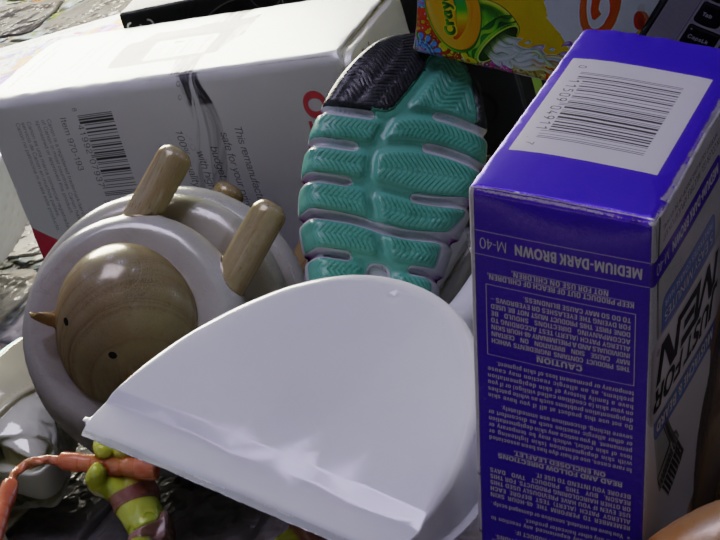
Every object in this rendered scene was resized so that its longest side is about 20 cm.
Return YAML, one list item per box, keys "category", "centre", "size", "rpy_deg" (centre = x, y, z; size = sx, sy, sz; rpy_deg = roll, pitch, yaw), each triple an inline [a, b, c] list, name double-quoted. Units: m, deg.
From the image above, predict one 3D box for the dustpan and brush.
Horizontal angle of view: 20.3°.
- category: "dustpan and brush"
  centre: [0.013, 0.033, 0.734]
  size: [0.139, 0.057, 0.200]
  rpy_deg: [19, 49, 30]

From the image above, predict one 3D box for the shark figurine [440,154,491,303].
- category: "shark figurine"
  centre: [0.061, -0.002, 0.895]
  size: [0.128, 0.090, 0.214]
  rpy_deg: [1, 31, 36]

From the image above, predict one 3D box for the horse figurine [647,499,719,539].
- category: "horse figurine"
  centre: [0.140, 0.111, 0.603]
  size: [0.200, 0.050, 0.133]
  rpy_deg: [-10, 71, 19]

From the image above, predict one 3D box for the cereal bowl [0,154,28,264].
- category: "cereal bowl"
  centre: [-0.273, -0.015, 1.129]
  size: [0.200, 0.083, 0.200]
  rpy_deg: [-15, 26, 7]

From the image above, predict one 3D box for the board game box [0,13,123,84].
- category: "board game box"
  centre: [-0.159, -0.123, 1.303]
  size: [0.200, 0.045, 0.135]
  rpy_deg: [-15, 27, 6]

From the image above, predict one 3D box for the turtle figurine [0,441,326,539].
- category: "turtle figurine"
  centre: [-0.039, 0.134, 0.717]
  size: [0.161, 0.064, 0.200]
  rpy_deg: [-19, 51, -9]

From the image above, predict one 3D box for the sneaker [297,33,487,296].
- category: "sneaker"
  centre: [0.000, 0.000, 0.836]
  size: [0.074, 0.088, 0.200]
  rpy_deg: [16, 66, -7]

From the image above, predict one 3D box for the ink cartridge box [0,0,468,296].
- category: "ink cartridge box"
  centre: [-0.062, -0.046, 0.985]
  size: [0.200, 0.145, 0.083]
  rpy_deg: [-5, 27, 26]

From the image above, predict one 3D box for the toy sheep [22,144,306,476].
- category: "toy sheep"
  centre: [-0.078, 0.024, 0.872]
  size: [0.138, 0.138, 0.200]
  rpy_deg: [-12, -12, 13]

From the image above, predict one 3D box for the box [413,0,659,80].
- category: "box"
  centre: [0.131, -0.179, 0.787]
  size: [0.192, 0.200, 0.122]
  rpy_deg: [15, 39, 17]

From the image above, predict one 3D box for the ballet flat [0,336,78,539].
- category: "ballet flat"
  centre: [-0.166, 0.100, 0.872]
  size: [0.069, 0.070, 0.200]
  rpy_deg: [5, 41, 38]

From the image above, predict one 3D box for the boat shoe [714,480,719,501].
- category: "boat shoe"
  centre: [0.221, 0.073, 0.663]
  size: [0.200, 0.074, 0.066]
  rpy_deg: [3, 16, 26]

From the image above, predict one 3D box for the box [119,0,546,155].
- category: "box"
  centre: [0.002, -0.111, 1.063]
  size: [0.200, 0.149, 0.124]
  rpy_deg: [-8, 28, 20]

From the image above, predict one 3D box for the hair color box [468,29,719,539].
- category: "hair color box"
  centre: [0.085, 0.035, 0.673]
  size: [0.065, 0.200, 0.109]
  rpy_deg: [13, 38, 21]

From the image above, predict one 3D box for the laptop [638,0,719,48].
- category: "laptop"
  centre: [0.193, -0.037, 0.702]
  size: [0.187, 0.200, 0.116]
  rpy_deg: [20, 42, -11]
